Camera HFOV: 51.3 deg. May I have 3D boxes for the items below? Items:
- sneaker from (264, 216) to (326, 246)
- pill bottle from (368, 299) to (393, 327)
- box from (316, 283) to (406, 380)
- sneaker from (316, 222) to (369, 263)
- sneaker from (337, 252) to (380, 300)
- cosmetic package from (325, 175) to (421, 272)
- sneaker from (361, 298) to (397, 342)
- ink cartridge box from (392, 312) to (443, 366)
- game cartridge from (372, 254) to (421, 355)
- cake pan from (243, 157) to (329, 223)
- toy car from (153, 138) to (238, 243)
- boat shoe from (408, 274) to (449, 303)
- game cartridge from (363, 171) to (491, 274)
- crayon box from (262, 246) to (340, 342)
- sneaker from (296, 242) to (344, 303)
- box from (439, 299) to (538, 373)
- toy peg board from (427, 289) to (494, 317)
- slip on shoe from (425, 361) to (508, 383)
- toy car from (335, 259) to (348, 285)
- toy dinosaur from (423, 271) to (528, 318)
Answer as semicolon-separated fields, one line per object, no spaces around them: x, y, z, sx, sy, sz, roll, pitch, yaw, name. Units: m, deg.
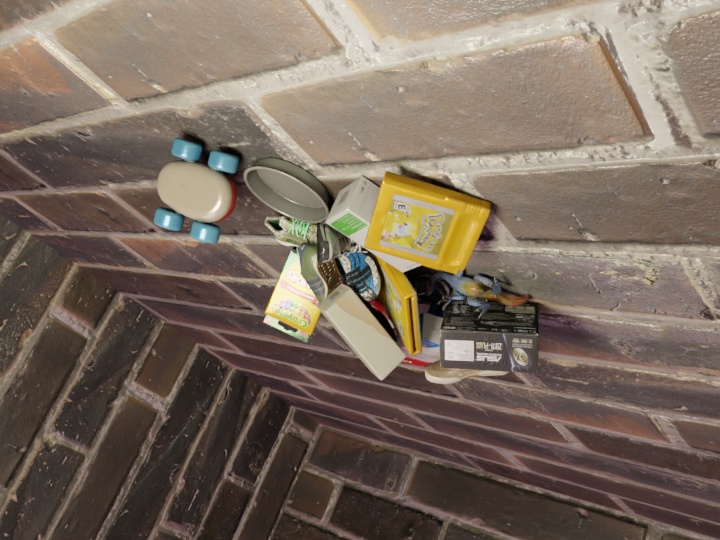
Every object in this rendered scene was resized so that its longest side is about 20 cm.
-0.143;-0.090;1.690;0.198;0.078;0.088;6;166;41;sneaker
0.064;0.151;2.007;0.198;0.114;0.112;26;160;-2;pill bottle
0.002;0.132;1.625;0.201;0.078;0.095;51;171;-15;box
-0.032;-0.063;1.534;0.113;0.077;0.201;1;-167;-1;sneaker
0.000;0.000;1.665;0.087;0.074;0.201;56;-176;-47;sneaker
0.046;-0.089;1.481;0.198;0.086;0.107;33;155;-17;cosmetic package
0.012;0.101;1.746;0.199;0.077;0.084;39;156;22;sneaker
0.144;0.166;1.753;0.115;0.068;0.200;16;156;-21;ink cartridge box
0.075;0.057;1.629;0.201;0.032;0.178;-123;18;-47;game cartridge
-0.150;-0.170;1.576;0.198;0.037;0.201;22;160;8;cake pan
-0.326;-0.171;1.638;0.174;0.187;0.200;18;-172;14;toy car
0.119;0.049;1.748;0.198;0.062;0.076;7;127;45;boat shoe
0.118;-0.080;1.365;0.197;0.033;0.178;17;136;1;game cartridge
-0.142;0.062;1.771;0.125;0.203;0.051;23;-171;0;crayon box
-0.092;0.013;1.690;0.089;0.067;0.202;30;151;33;sneaker
0.270;0.133;1.562;0.196;0.164;0.088;1;111;12;box
0.256;0.138;1.772;0.198;0.099;0.199;4;151;44;toy peg board
0.242;0.209;1.703;0.196;0.076;0.061;-7;116;11;slip on shoe
-0.110;0.058;1.854;0.175;0.202;0.185;24;160;1;toy car
0.223;0.047;1.612;0.198;0.106;0.181;23;-179;-26;toy dinosaur
